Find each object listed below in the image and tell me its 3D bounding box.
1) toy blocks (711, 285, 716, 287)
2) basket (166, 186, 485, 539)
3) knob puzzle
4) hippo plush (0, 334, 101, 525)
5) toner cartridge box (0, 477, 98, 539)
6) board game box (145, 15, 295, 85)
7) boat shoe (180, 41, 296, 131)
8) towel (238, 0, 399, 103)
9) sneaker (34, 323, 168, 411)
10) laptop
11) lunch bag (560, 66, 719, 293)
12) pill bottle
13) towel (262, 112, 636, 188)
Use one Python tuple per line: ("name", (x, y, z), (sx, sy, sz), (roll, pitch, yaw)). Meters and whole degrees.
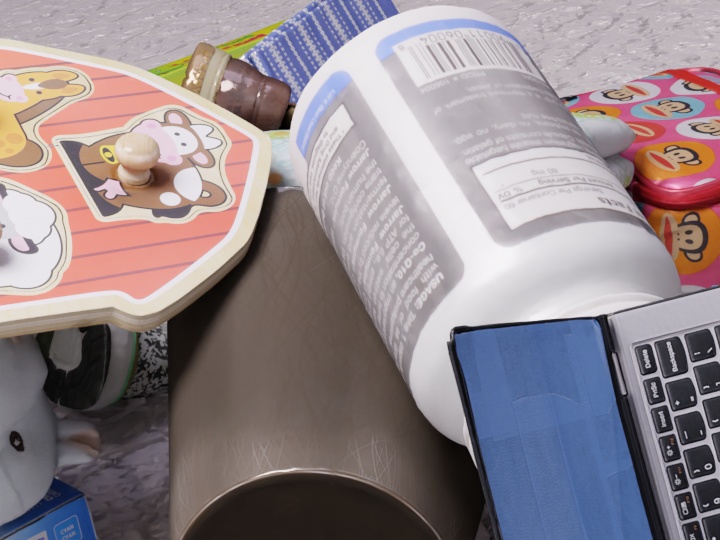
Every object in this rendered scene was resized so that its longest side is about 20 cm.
("toy blocks", (0.199, 0.042, 0.835), (0.198, 0.101, 0.137), (-2, 13, -6))
("basket", (-0.014, 0.073, 0.787), (0.179, 0.137, 0.200), (24, 28, -8))
("knob puzzle", (-0.127, -0.050, 0.801), (0.218, 0.031, 0.220), (9, 39, -7))
("hippo plush", (-0.216, 0.055, 0.821), (0.158, 0.201, 0.161), (-24, 49, -23))
("toner cartridge box", (-0.220, 0.119, 0.894), (0.095, 0.044, 0.199), (-28, 28, -34))
("board game box", (-0.084, -0.107, 1.287), (0.199, 0.102, 0.047), (-25, 18, -30))
("boat shoe", (-0.060, -0.066, 1.050), (0.071, 0.073, 0.200), (12, -19, 4))
("towel", (-0.001, -0.117, 1.241), (0.024, 0.145, 0.200), (-27, 12, 33))
("sneaker", (-0.149, 0.040, 1.051), (0.088, 0.078, 0.200), (14, 8, -29))
("laptop", (0.135, 0.092, 0.565), (0.198, 0.189, 0.116), (-13, -6, -8))
("lunch bag", (0.205, -0.059, 1.083), (0.175, 0.083, 0.200), (-15, 24, -20))
("pill bottle", (0.056, -0.002, 0.725), (0.113, 0.114, 0.201), (-16, 49, -14))
("towel", (0.036, -0.054, 0.942), (0.170, 0.049, 0.200), (0, 8, 26))
